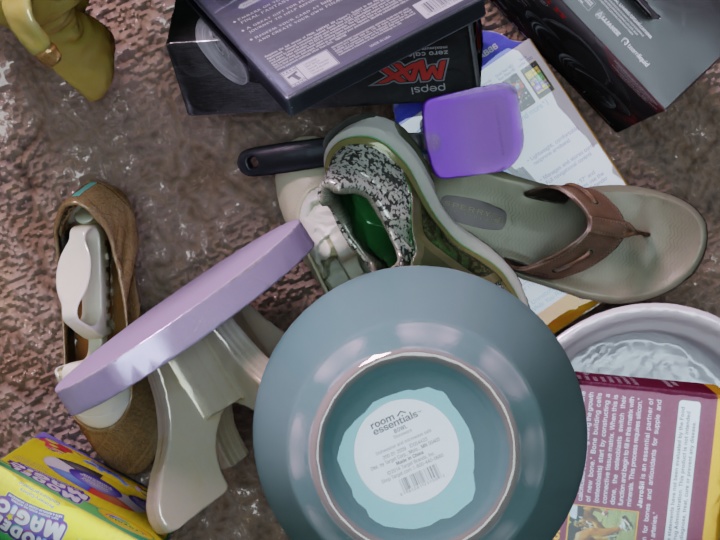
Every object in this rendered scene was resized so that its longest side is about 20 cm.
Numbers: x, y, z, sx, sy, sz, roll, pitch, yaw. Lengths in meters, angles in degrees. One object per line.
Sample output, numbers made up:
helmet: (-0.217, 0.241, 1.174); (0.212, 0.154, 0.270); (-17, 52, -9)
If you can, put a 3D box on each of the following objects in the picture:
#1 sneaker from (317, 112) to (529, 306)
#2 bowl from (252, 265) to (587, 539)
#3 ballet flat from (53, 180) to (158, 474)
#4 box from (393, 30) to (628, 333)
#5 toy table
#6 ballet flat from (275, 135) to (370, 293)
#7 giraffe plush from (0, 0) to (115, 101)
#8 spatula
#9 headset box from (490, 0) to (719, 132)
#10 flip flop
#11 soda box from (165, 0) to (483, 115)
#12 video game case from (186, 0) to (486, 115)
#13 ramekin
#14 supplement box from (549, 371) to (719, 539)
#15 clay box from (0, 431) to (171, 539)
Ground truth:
sneaker: (0.032, 0.001, 1.199); (0.077, 0.089, 0.200); (-31, 102, 36)
bowl: (0.033, 0.099, 1.067); (0.200, 0.105, 0.202); (0, 91, 2)
ballet flat: (-0.177, 0.040, 1.257); (0.068, 0.072, 0.201); (-2, 92, 19)
box: (0.107, -0.061, 1.277); (0.119, 0.041, 0.200); (-33, 88, 0)
toy table: (-0.085, 0.068, 1.201); (0.200, 0.184, 0.117); (-35, 98, -21)
ballet flat: (0.000, 0.000, 1.264); (0.069, 0.069, 0.200); (-25, 91, 0)
giraffe plush: (-0.186, -0.227, 1.192); (0.172, 0.200, 0.162); (42, 90, 1)
spatula: (0.010, -0.082, 1.237); (0.199, 0.021, 0.057); (-7, 100, 23)
headset box: (0.155, -0.171, 1.195); (0.077, 0.200, 0.149); (-44, 92, 0)
flip flop: (0.128, -0.029, 1.229); (0.199, 0.058, 0.081); (14, 89, 1)
soda box: (-0.022, -0.151, 1.232); (0.199, 0.071, 0.063); (-3, 48, 9)
video game case: (-0.033, -0.187, 1.205); (0.143, 0.019, 0.200); (-29, 47, -14)
ramekin: (0.187, 0.120, 1.251); (0.200, 0.098, 0.201); (0, 91, 0)
supplement box: (0.121, 0.117, 1.157); (0.199, 0.086, 0.111); (6, 92, 3)
clay box: (-0.180, 0.158, 1.197); (0.115, 0.200, 0.048); (28, 90, -1)
